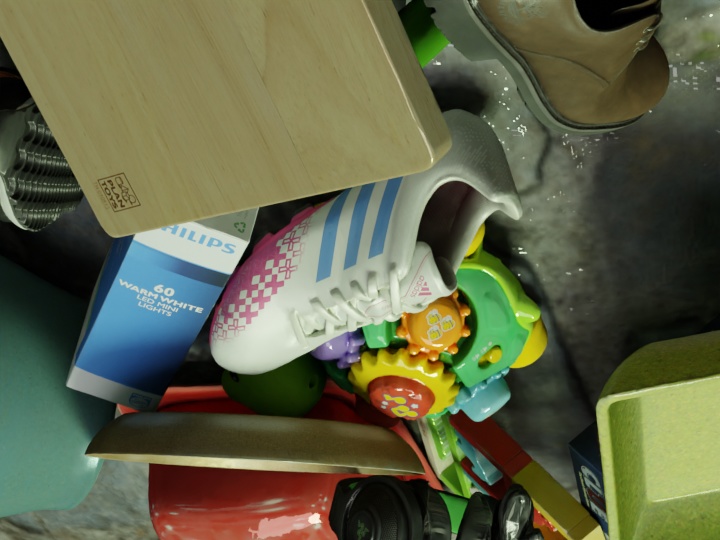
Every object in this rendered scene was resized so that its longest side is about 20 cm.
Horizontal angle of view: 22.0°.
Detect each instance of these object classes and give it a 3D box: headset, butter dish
[{"bbox_3d":[0.054,0.147,1.086,0.123,0.095,0.200,12,-174,-15],"label":"headset"},{"bbox_3d":[-0.058,0.174,1.249,0.198,0.149,0.200,-4,143,21],"label":"butter dish"}]

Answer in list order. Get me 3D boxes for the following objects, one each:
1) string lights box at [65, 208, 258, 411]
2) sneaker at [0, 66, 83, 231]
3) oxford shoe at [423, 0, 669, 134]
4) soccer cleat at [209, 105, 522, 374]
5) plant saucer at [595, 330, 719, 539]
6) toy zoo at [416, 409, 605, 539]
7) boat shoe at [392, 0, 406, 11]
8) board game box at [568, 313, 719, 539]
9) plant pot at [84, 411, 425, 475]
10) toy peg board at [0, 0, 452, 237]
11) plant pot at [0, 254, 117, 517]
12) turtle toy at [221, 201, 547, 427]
[{"bbox_3d":[-0.106,-0.013,1.034,0.059,0.103,0.200,20,145,-10],"label":"string lights box"},{"bbox_3d":[-0.188,-0.069,0.941,0.089,0.070,0.200,20,-176,1],"label":"sneaker"},{"bbox_3d":[0.106,-0.109,0.826,0.084,0.073,0.200,-9,166,27],"label":"oxford shoe"},{"bbox_3d":[0.000,0.000,0.971,0.200,0.087,0.070,-44,143,17],"label":"soccer cleat"},{"bbox_3d":[0.224,0.084,0.988,0.198,0.048,0.201,-11,143,3],"label":"plant saucer"},{"bbox_3d":[0.105,0.153,1.171,0.200,0.020,0.132,43,163,35],"label":"toy zoo"},{"bbox_3d":[-0.072,-0.126,0.906,0.200,0.074,0.064,13,108,16],"label":"boat shoe"},{"bbox_3d":[0.196,0.125,1.132,0.035,0.135,0.200,41,162,34],"label":"board game box"},{"bbox_3d":[-0.061,0.101,1.079,0.198,0.028,0.200,2,173,0],"label":"plant pot"},{"bbox_3d":[-0.061,-0.137,0.812,0.198,0.098,0.201,-10,114,39],"label":"toy peg board"},{"bbox_3d":[-0.255,0.071,1.129,0.187,0.201,0.200,11,148,-26],"label":"plant pot"},{"bbox_3d":[0.011,0.037,1.073,0.199,0.102,0.146,-6,142,27],"label":"turtle toy"}]
